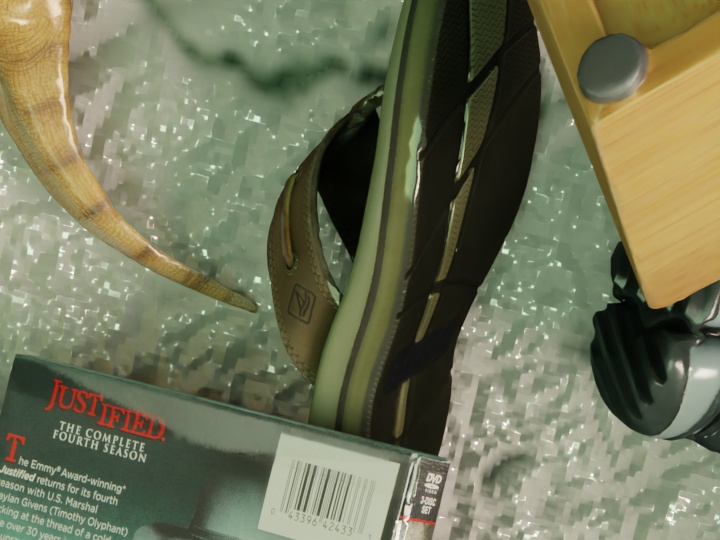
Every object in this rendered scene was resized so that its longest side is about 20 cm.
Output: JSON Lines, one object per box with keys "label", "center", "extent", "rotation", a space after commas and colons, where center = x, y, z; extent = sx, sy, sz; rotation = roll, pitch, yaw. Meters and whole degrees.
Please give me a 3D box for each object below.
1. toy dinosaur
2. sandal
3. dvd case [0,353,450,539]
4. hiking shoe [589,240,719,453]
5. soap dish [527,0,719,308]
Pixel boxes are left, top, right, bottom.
{"label": "toy dinosaur", "center": [-0.104, -0.073, 0.749], "extent": [0.106, 0.060, 0.200], "rotation": [-8, 99, 13]}
{"label": "sandal", "center": [-0.001, 0.001, 0.735], "extent": [0.057, 0.080, 0.201], "rotation": [22, 106, 22]}
{"label": "dvd case", "center": [-0.061, 0.133, 0.714], "extent": [0.146, 0.022, 0.200], "rotation": [11, 87, 35]}
{"label": "hiking shoe", "center": [0.137, -0.038, 0.707], "extent": [0.087, 0.074, 0.200], "rotation": [23, 100, -23]}
{"label": "soap dish", "center": [0.099, -0.113, 0.637], "extent": [0.157, 0.081, 0.200], "rotation": [-29, 55, 17]}
